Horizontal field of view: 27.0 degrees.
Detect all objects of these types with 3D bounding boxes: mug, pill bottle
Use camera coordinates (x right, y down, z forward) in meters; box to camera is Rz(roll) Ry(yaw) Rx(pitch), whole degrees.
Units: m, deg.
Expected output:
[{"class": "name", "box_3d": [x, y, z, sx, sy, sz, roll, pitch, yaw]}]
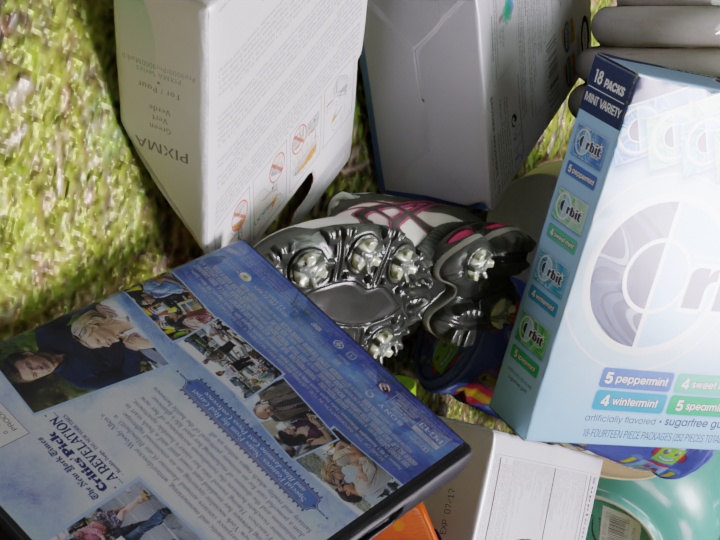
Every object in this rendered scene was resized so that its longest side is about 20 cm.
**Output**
[{"class": "mug", "box_3d": [0.190, 0.146, 1.116, 0.185, 0.152, 0.115, 47, 50, -12]}, {"class": "pill bottle", "box_3d": [0.154, -0.018, 1.020, 0.200, 0.103, 0.105, 7, 93, -64]}]

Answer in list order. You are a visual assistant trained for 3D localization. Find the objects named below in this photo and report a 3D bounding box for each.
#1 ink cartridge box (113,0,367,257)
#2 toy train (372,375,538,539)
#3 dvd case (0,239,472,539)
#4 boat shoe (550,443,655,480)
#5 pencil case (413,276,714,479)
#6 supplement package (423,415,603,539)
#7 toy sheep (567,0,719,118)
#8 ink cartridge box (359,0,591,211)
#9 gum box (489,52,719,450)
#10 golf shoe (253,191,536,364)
[{"class": "ink cartridge box", "box_3d": [-0.049, -0.088, 0.685, 0.161, 0.050, 0.201, -55, 162, -40]}, {"class": "toy train", "box_3d": [0.019, 0.102, 0.716, 0.085, 0.198, 0.117, -118, -159, -76]}, {"class": "dvd case", "box_3d": [-0.061, 0.063, 0.569, 0.199, 0.142, 0.018, -26, 152, -50]}, {"class": "boat shoe", "box_3d": [0.146, 0.085, 0.982, 0.199, 0.065, 0.073, 31, 69, -27]}, {"class": "pencil case", "box_3d": [0.123, 0.059, 0.893, 0.199, 0.078, 0.087, 23, 37, -25]}, {"class": "supplement package", "box_3d": [0.053, 0.145, 0.871, 0.200, 0.109, 0.115, 24, 78, -62]}, {"class": "toy sheep", "box_3d": [0.184, -0.104, 0.872, 0.138, 0.137, 0.202, -20, 108, -60]}, {"class": "ink cartridge box", "box_3d": [0.076, -0.147, 0.851, 0.200, 0.076, 0.137, -52, 145, -41]}, {"class": "gum box", "box_3d": [0.175, -0.003, 0.808, 0.168, 0.045, 0.202, 6, 109, -27]}, {"class": "golf shoe", "box_3d": [0.000, 0.000, 0.760, 0.199, 0.088, 0.078, -1, 116, -50]}]
